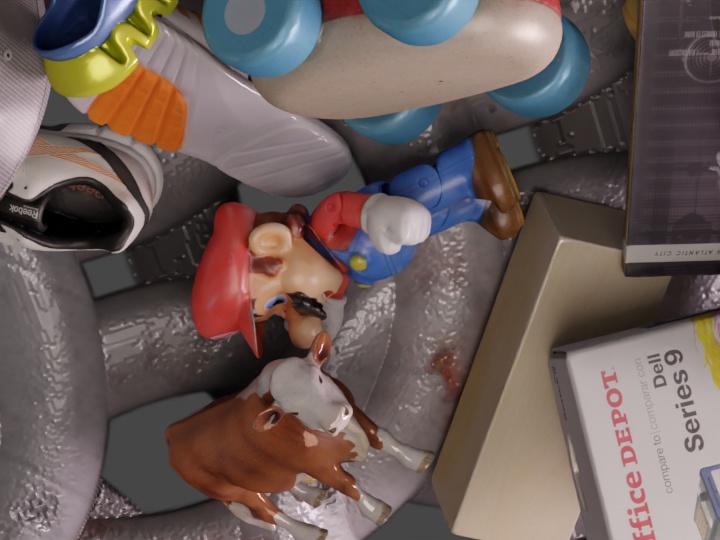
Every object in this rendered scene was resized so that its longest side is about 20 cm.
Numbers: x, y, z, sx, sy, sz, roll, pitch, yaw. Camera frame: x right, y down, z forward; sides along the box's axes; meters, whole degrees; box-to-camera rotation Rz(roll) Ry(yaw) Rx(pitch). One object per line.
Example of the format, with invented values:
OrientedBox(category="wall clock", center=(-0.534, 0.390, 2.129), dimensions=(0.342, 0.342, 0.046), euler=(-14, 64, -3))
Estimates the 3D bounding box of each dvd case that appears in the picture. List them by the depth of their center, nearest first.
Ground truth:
OrientedBox(category="dvd case", center=(0.223, -0.091, 1.631), dimensions=(0.148, 0.016, 0.201), euler=(-2, 115, -6))

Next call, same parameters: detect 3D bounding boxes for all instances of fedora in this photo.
OrientedBox(category="fedora", center=(-0.222, -0.110, 1.580), dimensions=(0.090, 0.177, 0.201), euler=(11, 75, -25))

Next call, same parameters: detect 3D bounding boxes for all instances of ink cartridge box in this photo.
OrientedBox(category="ink cartridge box", center=(0.219, 0.092, 1.653), dimensions=(0.199, 0.088, 0.146), euler=(-13, 89, -2))

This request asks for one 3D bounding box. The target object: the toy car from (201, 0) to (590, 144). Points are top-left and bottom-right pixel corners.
OrientedBox(category="toy car", center=(0.019, -0.192, 1.588), dimensions=(0.176, 0.184, 0.201), euler=(-10, 74, 26))

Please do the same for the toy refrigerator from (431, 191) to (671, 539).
OrientedBox(category="toy refrigerator", center=(0.111, 0.060, 1.734), dimensions=(0.075, 0.070, 0.201), euler=(11, 114, -17))

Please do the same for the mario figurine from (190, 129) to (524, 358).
OrientedBox(category="mario figurine", center=(0.000, 0.000, 1.674), dimensions=(0.199, 0.106, 0.124), euler=(-22, 127, 0))

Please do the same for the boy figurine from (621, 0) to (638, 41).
OrientedBox(category="boy figurine", center=(0.246, -0.124, 1.661), dimensions=(0.199, 0.065, 0.125), euler=(19, 114, -15))

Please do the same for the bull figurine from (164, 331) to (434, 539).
OrientedBox(category="bull figurine", center=(-0.037, 0.100, 1.698), dimensions=(0.121, 0.200, 0.065), euler=(39, 62, -18))

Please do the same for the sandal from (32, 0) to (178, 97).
OrientedBox(category="sandal", center=(-0.113, -0.189, 1.528), dimensions=(0.200, 0.079, 0.087), euler=(-55, 129, -13))

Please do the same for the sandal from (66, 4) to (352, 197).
OrientedBox(category="sandal", center=(-0.092, -0.105, 1.656), dimensions=(0.079, 0.059, 0.206), euler=(-35, 134, 29))

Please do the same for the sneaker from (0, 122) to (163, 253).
OrientedBox(category="sneaker", center=(-0.211, -0.054, 1.655), dimensions=(0.199, 0.080, 0.074), euler=(5, 116, -4))
